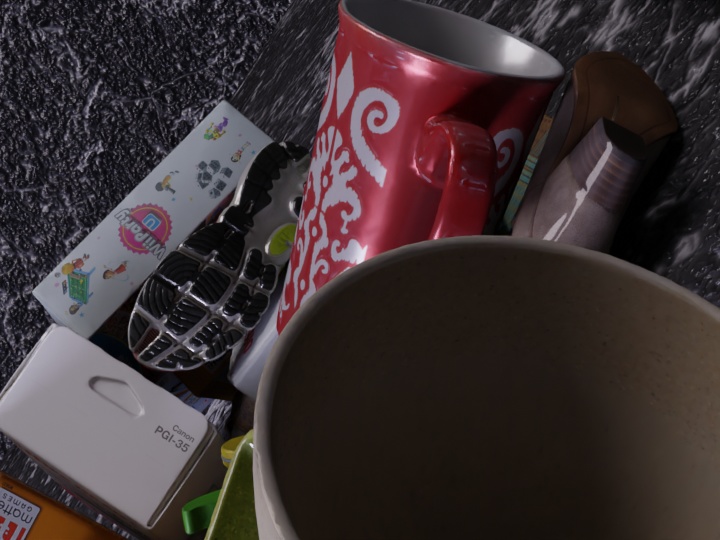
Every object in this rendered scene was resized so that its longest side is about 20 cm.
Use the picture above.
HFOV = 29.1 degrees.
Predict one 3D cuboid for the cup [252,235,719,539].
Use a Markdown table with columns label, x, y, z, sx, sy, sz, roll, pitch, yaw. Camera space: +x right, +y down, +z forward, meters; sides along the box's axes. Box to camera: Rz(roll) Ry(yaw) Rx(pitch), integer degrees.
| label | x | y | z | sx | sy | sz | roll | pitch | yaw |
| --- | --- | --- | --- | --- | --- | --- | --- | --- | --- |
| cup | 0.054 | 0.108 | 0.475 | 0.201 | 0.197 | 0.144 | -71 | -5 | -48 |

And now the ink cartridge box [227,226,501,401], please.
| label | x | y | z | sx | sy | sz | roll | pitch | yaw |
| --- | --- | --- | --- | --- | --- | --- | --- | --- | --- |
| ink cartridge box | 0.000 | 0.000 | 0.963 | 0.201 | 0.083 | 0.147 | -51 | 13 | 15 |

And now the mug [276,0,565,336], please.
| label | x | y | z | sx | sy | sz | roll | pitch | yaw |
| --- | --- | --- | --- | --- | --- | --- | --- | --- | --- |
| mug | 0.018 | -0.036 | 0.789 | 0.177 | 0.132 | 0.202 | -42 | -28 | -65 |

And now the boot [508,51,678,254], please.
| label | x | y | z | sx | sy | sz | roll | pitch | yaw |
| --- | --- | --- | --- | --- | --- | --- | --- | --- | --- |
| boot | 0.115 | -0.034 | 0.798 | 0.147 | 0.070 | 0.200 | -61 | -1 | 27 |

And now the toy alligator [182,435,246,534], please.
| label | x | y | z | sx | sy | sz | roll | pitch | yaw |
| --- | --- | --- | --- | --- | --- | --- | --- | --- | --- |
| toy alligator | -0.027 | 0.119 | 0.847 | 0.054 | 0.060 | 0.199 | 2 | 14 | 37 |

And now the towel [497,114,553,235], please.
| label | x | y | z | sx | sy | sz | roll | pitch | yaw |
| --- | --- | --- | --- | --- | --- | --- | --- | --- | --- |
| towel | 0.081 | -0.019 | 0.959 | 0.201 | 0.022 | 0.147 | -53 | 14 | 7 |

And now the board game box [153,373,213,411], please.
| label | x | y | z | sx | sy | sz | roll | pitch | yaw |
| --- | --- | --- | --- | --- | --- | --- | --- | --- | --- |
| board game box | -0.128 | 0.056 | 1.212 | 0.200 | 0.041 | 0.200 | -46 | -12 | -13 |

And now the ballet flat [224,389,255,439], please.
| label | x | y | z | sx | sy | sz | roll | pitch | yaw |
| --- | --- | --- | --- | --- | --- | --- | --- | --- | --- |
| ballet flat | -0.073 | 0.126 | 1.069 | 0.068 | 0.068 | 0.200 | -60 | 4 | -6 |

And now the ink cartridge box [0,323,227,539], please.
| label | x | y | z | sx | sy | sz | roll | pitch | yaw |
| --- | --- | --- | --- | --- | --- | --- | --- | --- | --- |
| ink cartridge box | -0.162 | 0.136 | 0.991 | 0.083 | 0.145 | 0.200 | -55 | -17 | -16 |

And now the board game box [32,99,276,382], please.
| label | x | y | z | sx | sy | sz | roll | pitch | yaw |
| --- | --- | --- | --- | --- | --- | --- | --- | --- | --- |
| board game box | -0.140 | -0.011 | 1.050 | 0.200 | 0.064 | 0.148 | -47 | -18 | -13 |

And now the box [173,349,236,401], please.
| label | x | y | z | sx | sy | sz | roll | pitch | yaw |
| --- | --- | --- | --- | --- | --- | --- | --- | --- | --- |
| box | -0.064 | 0.021 | 1.135 | 0.200 | 0.041 | 0.119 | -46 | -12 | 2 |

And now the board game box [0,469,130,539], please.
| label | x | y | z | sx | sy | sz | roll | pitch | yaw |
| --- | --- | --- | --- | --- | --- | --- | --- | --- | --- |
| board game box | -0.231 | 0.252 | 0.916 | 0.199 | 0.199 | 0.202 | 3 | 62 | 60 |

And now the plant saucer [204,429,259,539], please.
| label | x | y | z | sx | sy | sz | roll | pitch | yaw |
| --- | --- | --- | --- | --- | --- | --- | --- | --- | --- |
| plant saucer | -0.010 | 0.167 | 0.672 | 0.198 | 0.048 | 0.202 | -15 | 48 | 44 |

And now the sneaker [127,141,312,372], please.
| label | x | y | z | sx | sy | sz | roll | pitch | yaw |
| --- | --- | --- | --- | --- | --- | --- | --- | --- | --- |
| sneaker | -0.088 | 0.002 | 0.965 | 0.201 | 0.077 | 0.085 | -51 | -2 | -29 |
